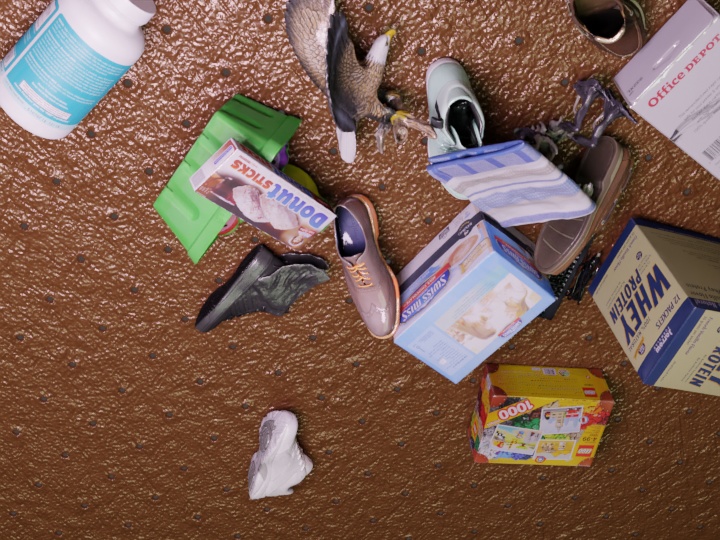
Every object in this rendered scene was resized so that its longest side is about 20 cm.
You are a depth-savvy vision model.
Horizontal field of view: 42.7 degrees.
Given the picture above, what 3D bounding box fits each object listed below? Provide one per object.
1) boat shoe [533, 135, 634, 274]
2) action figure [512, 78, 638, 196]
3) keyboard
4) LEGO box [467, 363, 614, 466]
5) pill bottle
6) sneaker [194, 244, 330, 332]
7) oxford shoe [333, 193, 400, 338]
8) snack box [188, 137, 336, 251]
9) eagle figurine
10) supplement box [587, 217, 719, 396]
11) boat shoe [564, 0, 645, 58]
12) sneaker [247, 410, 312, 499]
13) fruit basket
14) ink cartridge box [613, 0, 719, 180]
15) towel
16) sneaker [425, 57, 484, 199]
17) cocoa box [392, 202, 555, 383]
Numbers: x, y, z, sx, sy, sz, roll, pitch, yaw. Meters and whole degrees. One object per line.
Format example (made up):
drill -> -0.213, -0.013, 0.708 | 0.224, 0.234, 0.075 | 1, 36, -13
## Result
boat shoe -> 0.310, -0.077, 1.243 | 0.068, 0.072, 0.202 | 22, 103, -39
action figure -> 0.254, -0.152, 1.195 | 0.118, 0.103, 0.200 | 29, 117, -36
keyboard -> 0.301, -0.005, 1.341 | 0.103, 0.040, 0.202 | 11, 125, -12
LEGO box -> 0.286, 0.235, 1.486 | 0.197, 0.078, 0.150 | 3, 125, -7
pill bottle -> -0.325, -0.254, 1.062 | 0.199, 0.111, 0.111 | -39, 120, 21
sneaker -> -0.143, 0.039, 1.319 | 0.104, 0.060, 0.200 | 35, 112, -21
oxford shoe -> 0.000, 0.000, 1.243 | 0.071, 0.073, 0.203 | -16, 94, 22
snack box -> -0.112, -0.086, 1.100 | 0.072, 0.024, 0.199 | -41, 144, 13
eagle figurine -> -0.014, -0.234, 1.092 | 0.151, 0.153, 0.199 | -7, 152, 46
supplement box -> 0.462, 0.054, 1.285 | 0.197, 0.201, 0.135 | 10, 124, -21
boat shoe -> 0.282, -0.292, 1.074 | 0.074, 0.076, 0.201 | -23, 150, 31
sneaker -> -0.121, 0.299, 1.506 | 0.098, 0.079, 0.201 | 6, 134, -17
fruit basket -> -0.131, -0.097, 1.182 | 0.212, 0.156, 0.218 | 4, 115, 9
ink cartridge box -> 0.446, -0.226, 1.168 | 0.199, 0.084, 0.145 | 31, 118, -24
towel -> 0.191, -0.104, 1.157 | 0.146, 0.024, 0.199 | -7, 157, 38
sneaker -> 0.125, -0.153, 1.170 | 0.073, 0.119, 0.202 | -14, 127, 3
cocoa box -> 0.149, 0.032, 1.296 | 0.133, 0.132, 0.200 | 34, 116, -26
